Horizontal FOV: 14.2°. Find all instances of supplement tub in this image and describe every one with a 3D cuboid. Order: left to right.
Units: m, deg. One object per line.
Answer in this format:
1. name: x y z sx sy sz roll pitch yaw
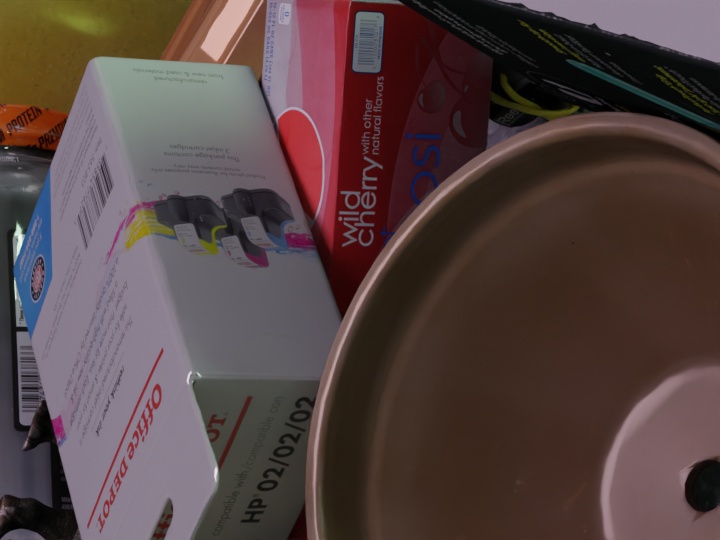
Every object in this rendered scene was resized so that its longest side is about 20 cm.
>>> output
1. supplement tub: -0.156 0.038 1.232 0.122 0.122 0.200 -24 65 48

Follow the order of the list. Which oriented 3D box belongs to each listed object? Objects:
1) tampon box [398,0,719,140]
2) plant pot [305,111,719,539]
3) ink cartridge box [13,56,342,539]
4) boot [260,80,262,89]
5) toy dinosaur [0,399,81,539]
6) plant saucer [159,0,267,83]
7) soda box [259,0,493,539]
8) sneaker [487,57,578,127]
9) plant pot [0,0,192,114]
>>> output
1. tampon box: 0.125 -0.103 0.853 0.200 0.150 0.126 21 87 35
2. plant pot: 0.084 0.058 0.907 0.201 0.093 0.201 -17 63 38
3. ink cartridge box: -0.060 0.034 1.024 0.115 0.068 0.200 115 147 -40
4. boot: -0.010 -0.010 1.141 0.107 0.075 0.200 36 99 42
5. toy dinosaur: -0.087 0.108 1.083 0.200 0.102 0.077 -83 20 -49
6. plant saucer: -0.051 -0.110 1.211 0.200 0.032 0.200 -57 8 13
7. soda box: 0.000 0.000 1.056 0.070 0.063 0.200 14 101 60
8. sneaker: 0.080 -0.090 1.054 0.200 0.074 0.085 17 91 67
9. plant pot: -0.181 -0.097 1.367 0.200 0.142 0.200 -32 47 42
